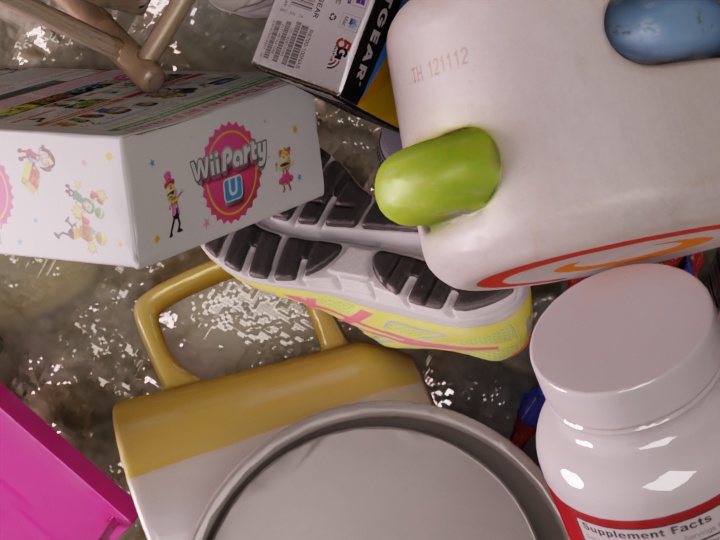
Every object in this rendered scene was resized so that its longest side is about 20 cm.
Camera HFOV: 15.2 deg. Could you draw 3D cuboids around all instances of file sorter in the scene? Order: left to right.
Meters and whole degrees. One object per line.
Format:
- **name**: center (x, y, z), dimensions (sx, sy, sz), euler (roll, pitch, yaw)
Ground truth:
- **file sorter**: center (-0.234, 0.155, 1.348), dimensions (0.139, 0.126, 0.200), euler (41, 135, -6)

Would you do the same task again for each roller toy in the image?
- **roller toy**: center (0.107, -0.075, 1.183), dimensions (0.181, 0.200, 0.141), euler (-13, 84, 18)

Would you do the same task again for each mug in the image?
- **mug**: center (-0.034, 0.093, 1.355), dimensions (0.152, 0.150, 0.187), euler (-22, 108, 1)

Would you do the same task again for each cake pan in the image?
- **cake pan**: center (0.010, 0.161, 1.283), dimensions (0.199, 0.037, 0.202), euler (0, 92, -8)

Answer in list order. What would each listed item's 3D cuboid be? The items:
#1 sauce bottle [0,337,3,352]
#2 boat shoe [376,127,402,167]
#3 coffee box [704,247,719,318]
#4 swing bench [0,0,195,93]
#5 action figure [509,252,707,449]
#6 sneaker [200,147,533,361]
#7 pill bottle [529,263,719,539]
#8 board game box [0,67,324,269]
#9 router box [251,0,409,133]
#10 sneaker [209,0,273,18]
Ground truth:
- **sauce bottle**: center (-0.279, 0.005, 1.389), dimensions (0.200, 0.065, 0.065), euler (36, 104, -6)
- **boat shoe**: center (0.108, -0.063, 1.347), dimensions (0.199, 0.069, 0.057), euler (-9, 137, 1)
- **coffee box**: center (0.204, 0.099, 1.364), dimensions (0.114, 0.080, 0.201), euler (19, 105, -1)
- **swing bench**: center (-0.125, -0.228, 1.270), dimensions (0.129, 0.200, 0.199), euler (24, 108, -32)
- **action figure**: center (0.120, 0.047, 1.338), dimensions (0.065, 0.099, 0.201), euler (21, 111, -3)
- **sneaker**: center (0.000, 0.000, 1.331), dimensions (0.199, 0.090, 0.078), euler (22, 69, 30)
- **pill bottle**: center (0.146, 0.099, 1.237), dimensions (0.112, 0.113, 0.201), euler (-17, 125, 9)
- **board game box**: center (-0.141, -0.054, 1.281), dimensions (0.199, 0.147, 0.065), euler (4, 106, 35)
- **router box**: center (0.028, -0.169, 1.255), dimensions (0.051, 0.149, 0.201), euler (21, 91, 19)
- **sneaker**: center (-0.022, -0.207, 1.298), dimensions (0.078, 0.099, 0.201), euler (21, 104, -1)
